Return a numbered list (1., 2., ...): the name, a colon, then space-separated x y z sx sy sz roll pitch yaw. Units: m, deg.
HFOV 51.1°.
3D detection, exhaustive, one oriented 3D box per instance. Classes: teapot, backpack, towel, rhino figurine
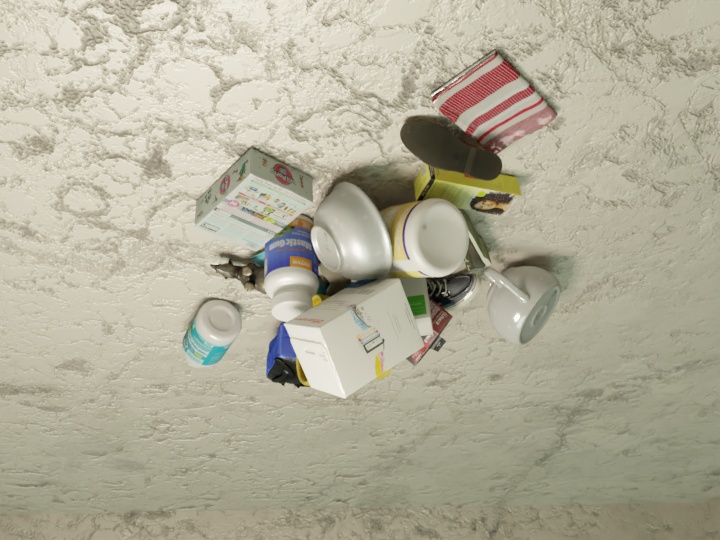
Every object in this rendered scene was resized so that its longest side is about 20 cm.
1. teapot: 0.356 0.063 1.738 0.196 0.146 0.202 -27 142 -40
2. backpack: -0.144 0.196 1.855 0.160 0.170 0.200 13 148 -12
3. towel: 0.233 -0.284 1.309 0.143 0.023 0.199 -30 139 32
4. rhino figurine: -0.232 0.015 1.627 0.197 0.061 0.087 14 -174 4

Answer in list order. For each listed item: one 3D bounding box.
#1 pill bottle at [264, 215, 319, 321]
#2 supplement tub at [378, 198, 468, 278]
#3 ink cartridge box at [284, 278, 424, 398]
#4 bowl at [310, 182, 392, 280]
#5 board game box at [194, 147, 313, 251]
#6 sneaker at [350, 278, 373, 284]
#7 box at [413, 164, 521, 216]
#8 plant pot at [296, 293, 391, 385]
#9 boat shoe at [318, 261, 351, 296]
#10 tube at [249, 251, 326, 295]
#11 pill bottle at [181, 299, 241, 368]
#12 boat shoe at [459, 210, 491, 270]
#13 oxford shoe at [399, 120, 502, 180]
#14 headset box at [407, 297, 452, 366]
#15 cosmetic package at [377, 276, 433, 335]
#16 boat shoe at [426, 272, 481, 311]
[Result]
1. pill bottle: -0.139 -0.004 1.525 0.110 0.202 0.113 -3 147 -2
2. supplement tub: 0.100 -0.059 1.469 0.144 0.148 0.199 18 170 -30
3. ink cartridge box: -0.013 0.123 1.431 0.199 0.146 0.147 -29 -166 -28
4. bowl: -0.033 -0.059 1.441 0.090 0.202 0.202 -28 156 -26
5. board game box: -0.207 -0.131 1.451 0.146 0.065 0.199 22 140 -36
6. sneaker: 0.000 0.000 1.626 0.070 0.114 0.201 -7 147 8
7. box: 0.208 -0.159 1.469 0.197 0.051 0.076 8 145 -17
8. plant pot: -0.027 0.164 1.680 0.186 0.203 0.201 9 145 -20
9. boat shoe: -0.057 0.005 1.693 0.066 0.058 0.201 -14 151 2
10. tube: -0.155 0.009 1.689 0.077 0.051 0.200 -26 135 26
11. pill bottle: -0.369 0.165 1.834 0.109 0.112 0.200 12 143 -24
12. boat shoe: 0.225 -0.056 1.605 0.060 0.073 0.201 -20 146 16
13. oxford shoe: 0.157 -0.216 1.368 0.198 0.071 0.072 22 101 -14
14. headset box: 0.110 0.115 1.743 0.199 0.075 0.149 39 140 10
15. cosmetic package: 0.092 0.039 1.616 0.106 0.202 0.085 -10 149 5
16. boat shoe: 0.182 0.051 1.759 0.092 0.075 0.199 28 136 -31
